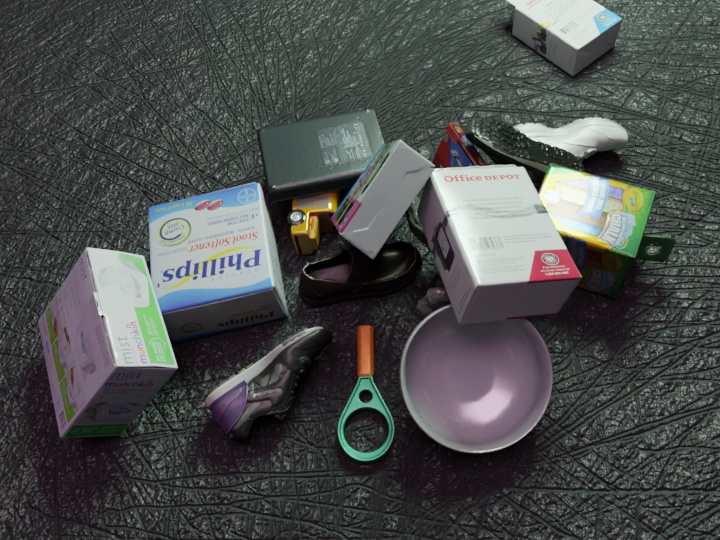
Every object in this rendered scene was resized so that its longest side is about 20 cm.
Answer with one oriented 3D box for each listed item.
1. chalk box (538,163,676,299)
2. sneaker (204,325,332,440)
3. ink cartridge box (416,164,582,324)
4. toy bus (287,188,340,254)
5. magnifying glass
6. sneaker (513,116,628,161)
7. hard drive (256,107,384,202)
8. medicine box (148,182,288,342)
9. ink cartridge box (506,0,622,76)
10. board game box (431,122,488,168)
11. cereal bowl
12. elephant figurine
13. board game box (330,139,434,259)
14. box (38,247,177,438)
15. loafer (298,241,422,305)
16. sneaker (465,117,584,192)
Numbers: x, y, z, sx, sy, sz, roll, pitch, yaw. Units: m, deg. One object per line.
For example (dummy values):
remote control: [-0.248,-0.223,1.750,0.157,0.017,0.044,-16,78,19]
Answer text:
chalk box: [0.349,-0.050,1.016,0.199,0.125,0.124,20,63,19]
sneaker: [-0.112,0.161,0.975,0.200,0.076,0.088,-35,74,-9]
ink cartridge box: [0.174,-0.039,0.911,0.145,0.084,0.201,-4,52,-15]
toy bus: [-0.074,-0.126,1.146,0.078,0.065,0.201,-2,58,3]
magnifying glass: [0.008,0.172,0.982,0.079,0.022,0.201,-3,58,5]
sneaker: [0.340,-0.198,1.148,0.199,0.075,0.088,-6,70,11]
hard drive: [-0.061,-0.190,1.126,0.199,0.033,0.140,-11,59,-4]
medicine box: [-0.221,-0.013,1.072,0.181,0.103,0.201,-13,58,-1]
ink cartridge box: [0.367,-0.466,1.297,0.115,0.068,0.200,-35,62,-14]
board game box: [0.174,-0.128,1.097,0.019,0.103,0.200,-11,55,-25]
cereal bowl: [0.149,0.139,0.930,0.199,0.083,0.201,0,84,-1]
elephant figurine: [0.150,-0.026,1.017,0.141,0.155,0.201,-21,51,35]
board game box: [0.026,-0.106,0.992,0.064,0.200,0.148,35,94,-8]
box: [-0.361,0.101,0.970,0.177,0.096,0.200,-46,54,28]
loafer: [0.000,0.000,1.056,0.199,0.071,0.073,-18,59,-4]
sneaker: [0.242,-0.162,1.085,0.199,0.088,0.076,22,45,-11]
